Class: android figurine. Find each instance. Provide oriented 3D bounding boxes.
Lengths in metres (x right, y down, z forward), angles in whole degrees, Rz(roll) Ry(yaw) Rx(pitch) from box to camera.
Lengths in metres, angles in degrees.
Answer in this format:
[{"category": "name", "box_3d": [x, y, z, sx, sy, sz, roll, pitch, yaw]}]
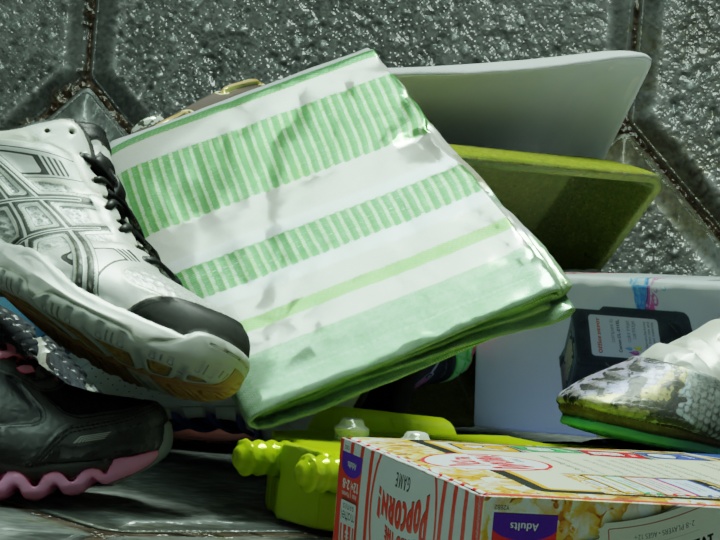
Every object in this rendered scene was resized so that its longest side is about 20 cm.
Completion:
[{"category": "android figurine", "box_3d": [0.045, 0.085, 1.078, 0.200, 0.041, 0.182, 6, 1, -32]}]

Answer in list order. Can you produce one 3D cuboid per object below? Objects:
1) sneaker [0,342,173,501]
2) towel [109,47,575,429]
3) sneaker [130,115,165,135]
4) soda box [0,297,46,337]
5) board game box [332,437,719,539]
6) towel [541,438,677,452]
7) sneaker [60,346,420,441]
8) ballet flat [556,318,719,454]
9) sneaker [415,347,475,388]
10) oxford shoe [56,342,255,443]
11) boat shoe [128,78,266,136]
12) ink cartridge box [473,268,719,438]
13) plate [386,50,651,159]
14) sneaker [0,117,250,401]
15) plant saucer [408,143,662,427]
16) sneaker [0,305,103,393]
[{"category": "sneaker", "box_3d": [-0.172, 0.039, 1.059, 0.200, 0.096, 0.079, 6, 0, -1]}, {"category": "towel", "box_3d": [-0.018, -0.018, 1.146, 0.152, 0.023, 0.200, -20, 43, -16]}, {"category": "sneaker", "box_3d": [-0.101, -0.036, 1.381, 0.077, 0.089, 0.200, -15, 9, -40]}, {"category": "soda box", "box_3d": [-0.189, 0.006, 1.250, 0.064, 0.068, 0.200, 8, 28, 35]}, {"category": "board game box", "box_3d": [0.107, 0.091, 0.912, 0.200, 0.046, 0.151, 4, 2, -17]}, {"category": "towel", "box_3d": [0.142, 0.093, 1.314, 0.145, 0.024, 0.200, 6, 2, 39]}, {"category": "sneaker", "box_3d": [-0.045, 0.054, 1.216, 0.199, 0.115, 0.081, -26, -12, 22]}, {"category": "ballet flat", "box_3d": [0.171, 0.059, 1.179, 0.200, 0.072, 0.072, 18, -6, -32]}, {"category": "sneaker", "box_3d": [0.000, 0.000, 1.294, 0.084, 0.200, 0.077, -29, 46, -9]}, {"category": "oxford shoe", "box_3d": [-0.100, 0.045, 1.320, 0.200, 0.075, 0.070, 6, -1, 3]}, {"category": "boat shoe", "box_3d": [-0.091, -0.038, 1.268, 0.059, 0.072, 0.200, 25, 41, 36]}, {"category": "ink cartridge box", "box_3d": [0.177, 0.044, 1.353, 0.200, 0.083, 0.146, 2, 2, 35]}, {"category": "plate", "box_3d": [0.040, -0.045, 1.450, 0.199, 0.200, 0.032, -8, 49, -32]}, {"category": "sneaker", "box_3d": [-0.118, -0.019, 1.082, 0.200, 0.088, 0.076, 27, -15, 25]}, {"category": "plant saucer", "box_3d": [0.034, 0.000, 1.432, 0.200, 0.200, 0.048, 4, 43, -40]}, {"category": "sneaker", "box_3d": [-0.196, 0.043, 1.130, 0.200, 0.080, 0.078, 23, 10, -5]}]
